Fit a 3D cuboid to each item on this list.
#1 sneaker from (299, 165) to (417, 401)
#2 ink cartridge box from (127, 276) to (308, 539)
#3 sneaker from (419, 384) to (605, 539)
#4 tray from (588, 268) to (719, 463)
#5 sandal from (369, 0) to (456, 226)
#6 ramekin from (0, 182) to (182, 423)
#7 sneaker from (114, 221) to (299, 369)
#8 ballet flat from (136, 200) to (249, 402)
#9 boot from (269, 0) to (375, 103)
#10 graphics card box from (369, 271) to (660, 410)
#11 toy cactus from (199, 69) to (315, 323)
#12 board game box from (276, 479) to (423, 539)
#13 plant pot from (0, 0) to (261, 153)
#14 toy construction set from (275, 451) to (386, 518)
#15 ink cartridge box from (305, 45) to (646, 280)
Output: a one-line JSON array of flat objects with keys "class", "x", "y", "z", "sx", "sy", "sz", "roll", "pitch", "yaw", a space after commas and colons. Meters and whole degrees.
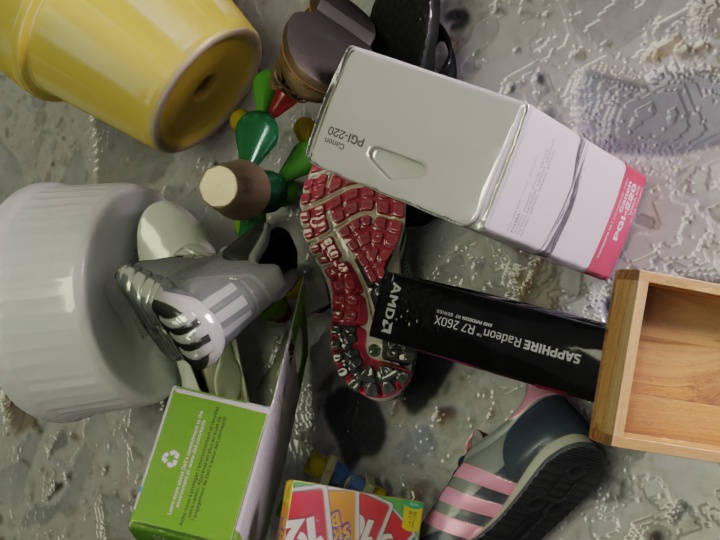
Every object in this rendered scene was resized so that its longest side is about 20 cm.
[{"class": "sneaker", "x": 0.000, "y": 0.000, "z": 0.945, "sx": 0.080, "sy": 0.075, "sz": 0.201, "roll": -5, "pitch": 78, "yaw": 5}, {"class": "ink cartridge box", "x": -0.095, "y": 0.117, "z": 0.916, "sx": 0.075, "sy": 0.148, "sz": 0.201, "roll": 11, "pitch": 65, "yaw": 5}, {"class": "sneaker", "x": 0.086, "y": 0.163, "z": 0.885, "sx": 0.200, "sy": 0.070, "sz": 0.082, "roll": -45, "pitch": 40, "yaw": 21}, {"class": "tray", "x": 0.236, "y": 0.065, "z": 0.724, "sx": 0.037, "sy": 0.199, "sz": 0.099, "roll": -178, "pitch": 98, "yaw": -77}, {"class": "sandal", "x": 0.042, "y": -0.135, "z": 0.963, "sx": 0.075, "sy": 0.048, "sz": 0.202, "roll": 10, "pitch": 103, "yaw": 49}, {"class": "ramekin", "x": -0.212, "y": 0.022, "z": 1.024, "sx": 0.097, "sy": 0.200, "sz": 0.202, "roll": -6, "pitch": 80, "yaw": 25}, {"class": "sneaker", "x": -0.101, "y": 0.010, "z": 0.899, "sx": 0.115, "sy": 0.075, "sz": 0.200, "roll": -35, "pitch": 20, "yaw": -15}, {"class": "ballet flat", "x": -0.124, "y": 0.041, "z": 1.000, "sx": 0.069, "sy": 0.069, "sz": 0.201, "roll": -2, "pitch": 108, "yaw": 34}, {"class": "boot", "x": -0.032, "y": -0.144, "z": 0.894, "sx": 0.073, "sy": 0.200, "sz": 0.076, "roll": 36, "pitch": 110, "yaw": -10}, {"class": "graphics card box", "x": 0.121, "y": 0.049, "z": 0.832, "sx": 0.199, "sy": 0.125, "sz": 0.051, "roll": 16, "pitch": 92, "yaw": 34}, {"class": "toy cactus", "x": -0.072, "y": -0.056, "z": 0.965, "sx": 0.102, "sy": 0.165, "sz": 0.201, "roll": 10, "pitch": 94, "yaw": 15}, {"class": "board game box", "x": -0.019, "y": 0.248, "z": 0.837, "sx": 0.030, "sy": 0.095, "sz": 0.201, "roll": 153, "pitch": 127, "yaw": -74}, {"class": "plant pot", "x": -0.193, "y": -0.204, "z": 1.056, "sx": 0.189, "sy": 0.201, "sz": 0.201, "roll": 40, "pitch": 106, "yaw": 15}, {"class": "toy construction set", "x": -0.042, "y": 0.242, "z": 0.919, "sx": 0.131, "sy": 0.092, "sz": 0.201, "roll": -154, "pitch": 78, "yaw": -79}, {"class": "ink cartridge box", "x": 0.081, "y": -0.068, "z": 0.830, "sx": 0.145, "sy": 0.200, "sz": 0.085, "roll": 24, "pitch": 96, "yaw": 34}]
